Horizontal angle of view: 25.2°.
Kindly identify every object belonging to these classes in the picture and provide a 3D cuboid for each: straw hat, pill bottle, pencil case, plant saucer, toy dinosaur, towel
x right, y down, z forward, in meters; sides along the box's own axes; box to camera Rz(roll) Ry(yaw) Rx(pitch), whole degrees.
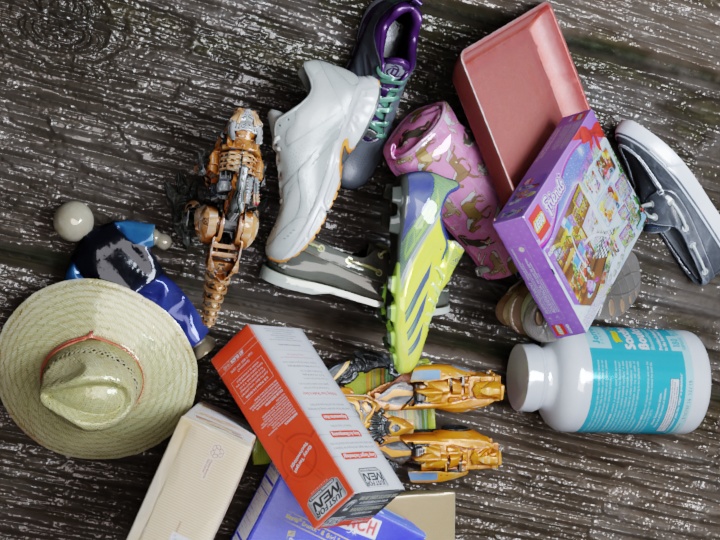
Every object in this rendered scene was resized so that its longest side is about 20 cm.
[{"bbox_3d":[-0.257,0.110,1.534,0.199,0.085,0.203,0,108,-1],"label":"straw hat"},{"bbox_3d":[0.257,0.114,1.682,0.198,0.111,0.112,3,95,-15],"label":"pill bottle"},{"bbox_3d":[0.107,-0.078,1.623,0.200,0.082,0.087,48,41,-25],"label":"pencil case"},{"bbox_3d":[0.170,-0.150,1.623,0.200,0.036,0.201,-36,107,-51],"label":"plant saucer"},{"bbox_3d":[-0.136,-0.055,1.550,0.102,0.136,0.201,30,88,-16],"label":"toy dinosaur"},{"bbox_3d":[-0.018,0.146,1.663,0.198,0.018,0.087,-7,97,-13],"label":"towel"}]

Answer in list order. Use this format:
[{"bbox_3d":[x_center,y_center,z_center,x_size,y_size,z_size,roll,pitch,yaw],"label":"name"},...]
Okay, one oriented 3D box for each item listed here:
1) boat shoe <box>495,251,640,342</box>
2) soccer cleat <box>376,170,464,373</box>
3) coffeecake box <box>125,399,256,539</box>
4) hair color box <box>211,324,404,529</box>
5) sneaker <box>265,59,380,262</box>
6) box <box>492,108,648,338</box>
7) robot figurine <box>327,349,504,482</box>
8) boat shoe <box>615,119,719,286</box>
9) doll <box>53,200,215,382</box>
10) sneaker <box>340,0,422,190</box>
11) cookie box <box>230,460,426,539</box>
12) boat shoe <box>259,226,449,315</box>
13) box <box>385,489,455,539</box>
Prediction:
[{"bbox_3d":[0.216,0.019,1.667,0.199,0.071,0.077,-15,106,-43],"label":"boat shoe"},{"bbox_3d":[0.061,0.004,1.562,0.083,0.065,0.202,0,103,-12],"label":"soccer cleat"},{"bbox_3d":[-0.161,0.213,1.534,0.073,0.200,0.155,24,90,-1],"label":"coffeecake box"},{"bbox_3d":[-0.051,0.149,1.556,0.061,0.101,0.201,-43,66,20],"label":"hair color box"},{"bbox_3d":[-0.059,-0.109,1.550,0.091,0.076,0.202,24,88,-11],"label":"sneaker"},{"bbox_3d":[0.210,-0.049,1.581,0.138,0.039,0.200,59,41,-21],"label":"box"},{"bbox_3d":[0.046,0.154,1.642,0.198,0.058,0.147,-1,96,-14],"label":"robot figurine"},{"bbox_3d":[0.323,-0.069,1.705,0.068,0.072,0.200,-43,111,-8],"label":"boat shoe"},{"bbox_3d":[-0.233,0.018,1.577,0.136,0.048,0.201,-37,103,-1],"label":"doll"},{"bbox_3d":[0.012,-0.178,1.600,0.074,0.087,0.202,14,92,-15],"label":"sneaker"},{"bbox_3d":[-0.054,0.313,1.617,0.170,0.075,0.201,28,89,-15],"label":"cookie box"},{"bbox_3d":[0.001,0.001,1.624,0.200,0.072,0.061,12,98,-12],"label":"boat shoe"},{"bbox_3d":[0.003,0.316,1.683,0.198,0.021,0.165,-1,96,-15],"label":"box"}]
